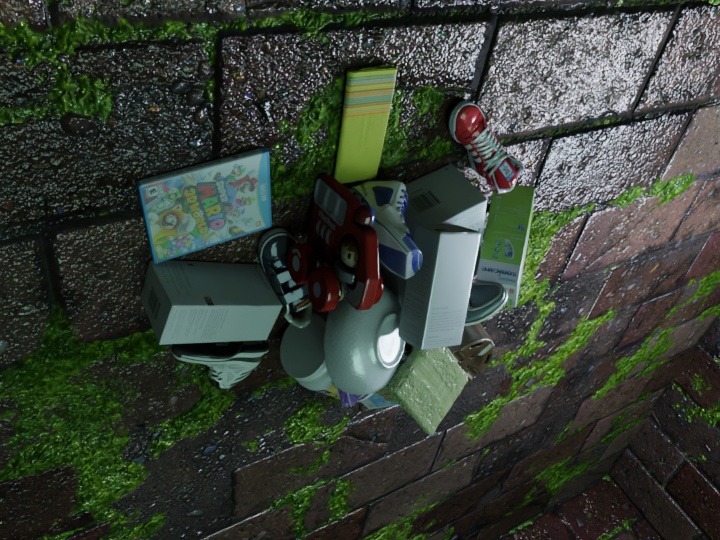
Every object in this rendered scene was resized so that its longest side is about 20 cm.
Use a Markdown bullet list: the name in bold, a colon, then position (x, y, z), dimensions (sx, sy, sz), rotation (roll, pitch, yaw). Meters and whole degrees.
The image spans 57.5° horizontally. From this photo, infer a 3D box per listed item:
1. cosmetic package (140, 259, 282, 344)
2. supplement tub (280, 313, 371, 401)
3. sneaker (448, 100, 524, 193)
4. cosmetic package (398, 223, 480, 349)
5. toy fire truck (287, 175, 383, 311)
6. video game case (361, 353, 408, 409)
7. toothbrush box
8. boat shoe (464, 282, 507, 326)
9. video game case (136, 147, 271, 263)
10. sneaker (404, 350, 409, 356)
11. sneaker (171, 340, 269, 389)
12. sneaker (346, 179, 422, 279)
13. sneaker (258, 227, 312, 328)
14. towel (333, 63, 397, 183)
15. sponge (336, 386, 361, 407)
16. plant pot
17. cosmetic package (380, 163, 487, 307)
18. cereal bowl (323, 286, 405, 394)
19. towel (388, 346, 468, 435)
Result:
- **cosmetic package**: position (-0.238, 0.050, 1.052), dimensions (0.196, 0.113, 0.082), rotation (-1, 130, -41)
- **supplement tub**: position (-0.053, 0.173, 1.303), dimensions (0.146, 0.146, 0.199), rotation (-46, 142, 11)
- **sneaker**: position (0.229, -0.215, 1.177), dimensions (0.071, 0.113, 0.200), rotation (-41, 143, 5)
- **cosmetic package**: position (0.133, 0.026, 1.123), dimensions (0.099, 0.073, 0.207), rotation (-1, 106, -37)
- **toy fire truck**: position (-0.031, -0.039, 1.044), dimensions (0.109, 0.200, 0.172), rotation (-5, 121, -32)
- **video game case**: position (0.053, 0.248, 1.447), dimensions (0.196, 0.023, 0.182), rotation (-16, 137, 31)
- **toothbrush box**: position (0.288, -0.049, 1.306), dimensions (0.146, 0.083, 0.206), rotation (57, 45, -68)
- **boat shoe**: position (0.173, 0.059, 1.208), dimensions (0.194, 0.074, 0.062), rotation (-16, 135, 13)
- **video game case**: position (-0.227, -0.097, 0.988), dimensions (0.195, 0.018, 0.146), rotation (-20, 138, -24)
- **sneaker**: position (0.078, 0.215, 1.532), dimensions (0.107, 0.074, 0.201), rotation (-50, 141, -9)
- **sneaker**: position (-0.263, 0.172, 1.182), dimensions (0.197, 0.076, 0.117), rotation (7, 122, -47)
- **sneaker**: position (0.050, -0.092, 1.092), dimensions (0.114, 0.200, 0.082), rotation (-30, 149, -24)
- **sneaker**: position (-0.120, 0.018, 1.147), dimensions (0.077, 0.080, 0.203), rotation (-27, 140, -12)
- **towel**: position (0.003, -0.231, 1.053), dimensions (0.084, 0.018, 0.204), rotation (-12, 136, -24)
- **sponge**: position (0.012, 0.151, 1.247), dimensions (0.200, 0.029, 0.114), rotation (-42, 124, -45)
- **plant pot**: position (0.175, 0.135, 1.414), dimensions (0.196, 0.199, 0.204), rotation (-23, 141, -20)
- **cosmetic package**: position (0.122, -0.055, 1.242), dimensions (0.195, 0.124, 0.203), rotation (-26, 142, -17)
- **cereal bowl**: position (0.024, 0.121, 1.166), dimensions (0.198, 0.081, 0.207), rotation (-9, 100, -55)
- **towel**: position (0.131, 0.216, 1.252), dimensions (0.150, 0.036, 0.201), rotation (-54, 135, -14)
